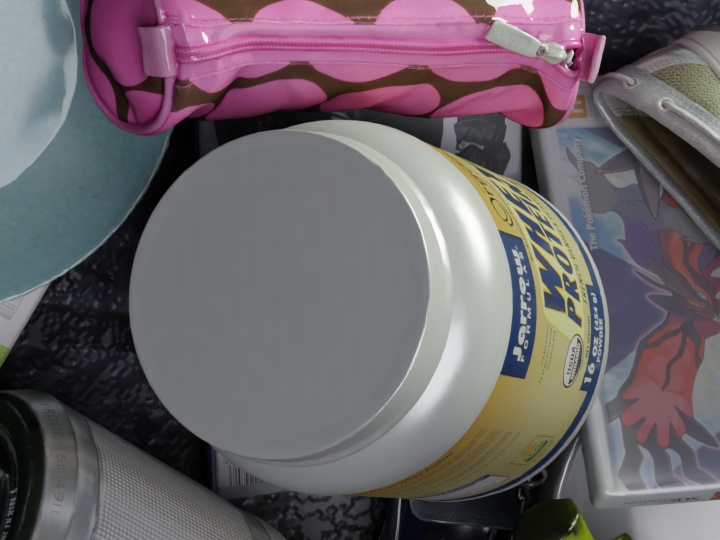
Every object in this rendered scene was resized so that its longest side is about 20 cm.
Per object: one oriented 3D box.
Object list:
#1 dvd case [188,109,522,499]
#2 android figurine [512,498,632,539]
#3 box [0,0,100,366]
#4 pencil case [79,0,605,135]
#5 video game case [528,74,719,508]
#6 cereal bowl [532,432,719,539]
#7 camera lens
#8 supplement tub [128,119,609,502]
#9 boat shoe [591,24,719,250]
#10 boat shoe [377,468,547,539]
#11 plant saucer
[{"bbox_3d":[0.000,0.000,1.127,0.150,0.025,0.200,-5,108,-14],"label":"dvd case"},{"bbox_3d":[0.093,0.197,1.093,0.182,0.041,0.200,-28,118,-2],"label":"android figurine"},{"bbox_3d":[-0.183,-0.049,1.059,0.144,0.036,0.200,30,95,-21],"label":"box"},{"bbox_3d":[-0.007,-0.094,0.993,0.200,0.094,0.091,-5,117,-23],"label":"pencil case"},{"bbox_3d":[0.176,0.002,1.108,0.182,0.023,0.200,-4,68,-10],"label":"video game case"},{"bbox_3d":[0.170,0.110,1.167,0.200,0.083,0.200,-2,99,-13],"label":"cereal bowl"},{"bbox_3d":[-0.116,0.155,1.057,0.200,0.160,0.160,35,95,-33],"label":"camera lens"},{"bbox_3d":[0.007,0.019,0.997,0.144,0.200,0.145,-2,83,22],"label":"supplement tub"},{"bbox_3d":[0.175,-0.015,1.064,0.065,0.074,0.202,-24,68,-17],"label":"boat shoe"},{"bbox_3d":[0.046,0.093,1.122,0.075,0.062,0.200,10,102,-17],"label":"boat shoe"},{"bbox_3d":[-0.174,-0.083,1.011,0.201,0.039,0.201,-4,106,-14],"label":"plant saucer"}]
